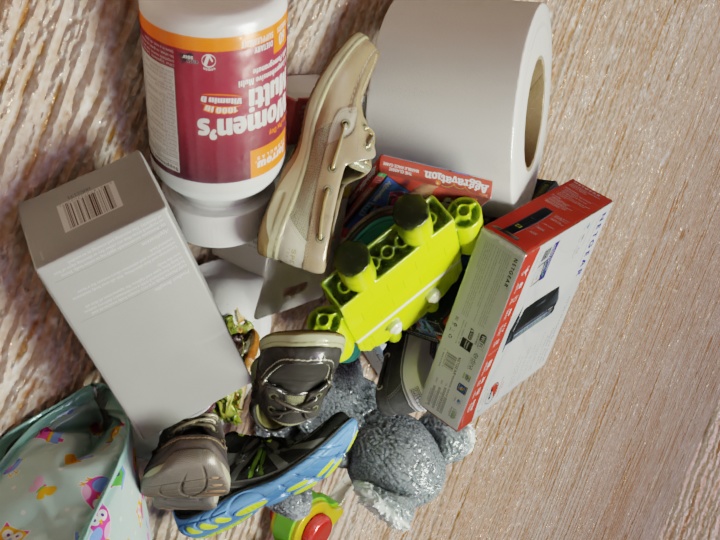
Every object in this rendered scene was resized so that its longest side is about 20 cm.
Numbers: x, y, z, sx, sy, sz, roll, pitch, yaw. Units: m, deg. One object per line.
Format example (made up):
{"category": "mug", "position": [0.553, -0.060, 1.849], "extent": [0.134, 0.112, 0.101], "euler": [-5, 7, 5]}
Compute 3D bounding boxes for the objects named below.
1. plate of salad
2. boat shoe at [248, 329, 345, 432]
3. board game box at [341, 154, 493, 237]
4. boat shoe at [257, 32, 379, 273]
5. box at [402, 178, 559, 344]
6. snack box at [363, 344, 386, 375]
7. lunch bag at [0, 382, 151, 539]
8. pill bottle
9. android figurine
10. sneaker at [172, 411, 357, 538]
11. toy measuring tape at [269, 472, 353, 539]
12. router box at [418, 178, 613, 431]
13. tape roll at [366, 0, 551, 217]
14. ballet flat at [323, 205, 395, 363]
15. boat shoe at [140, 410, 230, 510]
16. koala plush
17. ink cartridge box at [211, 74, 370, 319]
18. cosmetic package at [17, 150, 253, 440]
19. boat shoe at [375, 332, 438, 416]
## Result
{"category": "plate of salad", "position": [-0.144, 0.087, 1.022], "extent": [0.199, 0.048, 0.202], "euler": [-35, 139, -38]}
{"category": "boat shoe", "position": [-0.055, 0.095, 0.923], "extent": [0.201, 0.071, 0.067], "euler": [132, -41, -70]}
{"category": "board game box", "position": [0.041, -0.056, 1.032], "extent": [0.200, 0.101, 0.020], "euler": [135, -36, -71]}
{"category": "boat shoe", "position": [-0.019, -0.094, 0.897], "extent": [0.072, 0.064, 0.202], "euler": [90, 21, -73]}
{"category": "box", "position": [0.103, -0.018, 1.138], "extent": [0.200, 0.136, 0.038], "euler": [-48, 124, -20]}
{"category": "snack box", "position": [0.052, 0.035, 1.266], "extent": [0.143, 0.053, 0.201], "euler": [-54, 145, -18]}
{"category": "lunch bag", "position": [-0.233, 0.214, 0.906], "extent": [0.201, 0.120, 0.172], "euler": [-75, 165, -49]}
{"category": "pill bottle", "position": [-0.110, -0.125, 0.858], "extent": [0.109, 0.109, 0.202], "euler": [-35, 142, -38]}
{"category": "android figurine", "position": [0.032, 0.009, 0.969], "extent": [0.181, 0.041, 0.200], "euler": [-38, 156, -8]}
{"category": "sneaker", "position": [-0.095, 0.183, 1.072], "extent": [0.198, 0.083, 0.071], "euler": [-26, 158, 3]}
{"category": "toy measuring tape", "position": [-0.044, 0.255, 1.272], "extent": [0.200, 0.073, 0.074], "euler": [-46, 144, -27]}
{"category": "router box", "position": [0.147, 0.029, 1.054], "extent": [0.179, 0.049, 0.202], "euler": [-27, 142, -48]}
{"category": "tape roll", "position": [0.099, -0.156, 1.061], "extent": [0.202, 0.137, 0.206], "euler": [9, 90, -73]}
{"category": "ballet flat", "position": [0.000, 0.000, 1.062], "extent": [0.068, 0.067, 0.201], "euler": [-89, -160, -49]}
{"category": "boat shoe", "position": [-0.149, 0.156, 0.942], "extent": [0.200, 0.073, 0.074], "euler": [126, -35, -67]}
{"category": "koala plush", "position": [0.006, 0.182, 1.165], "extent": [0.177, 0.199, 0.186], "euler": [-37, 139, -35]}
{"category": "ink cartridge box", "position": [-0.066, -0.068, 1.003], "extent": [0.116, 0.067, 0.203], "euler": [-16, 124, -55]}
{"category": "cosmetic package", "position": [-0.168, 0.024, 0.858], "extent": [0.106, 0.090, 0.201], "euler": [-25, 135, -9]}
{"category": "boat shoe", "position": [0.052, 0.082, 1.160], "extent": [0.070, 0.066, 0.201], "euler": [56, 24, -26]}
